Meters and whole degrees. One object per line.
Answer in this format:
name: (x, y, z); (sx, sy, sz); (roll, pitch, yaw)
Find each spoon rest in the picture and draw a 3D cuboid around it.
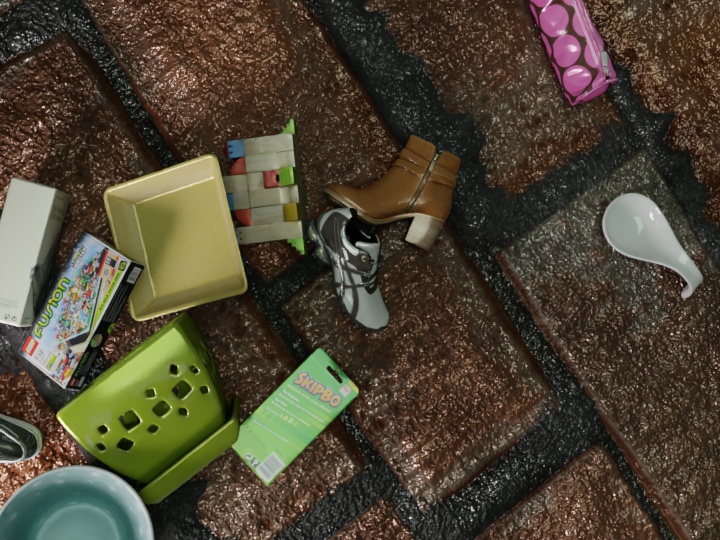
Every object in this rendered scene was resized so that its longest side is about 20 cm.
spoon rest: (0.470, -0.039, 1.251); (0.199, 0.061, 0.100); (42, 84, -3)

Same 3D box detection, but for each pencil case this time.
pencil case: (0.336, -0.369, 1.235); (0.089, 0.094, 0.203); (-25, 89, -6)

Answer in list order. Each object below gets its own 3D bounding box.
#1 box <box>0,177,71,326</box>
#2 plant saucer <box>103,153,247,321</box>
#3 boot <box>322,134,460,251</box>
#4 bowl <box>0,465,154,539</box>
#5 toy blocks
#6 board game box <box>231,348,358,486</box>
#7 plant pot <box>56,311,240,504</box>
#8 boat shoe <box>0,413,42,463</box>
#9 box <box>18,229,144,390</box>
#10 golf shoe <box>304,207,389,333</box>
box: (-0.487, -0.025, 1.142); (0.067, 0.082, 0.204); (14, 87, -4)
plant saucer: (-0.264, -0.046, 1.157); (0.196, 0.048, 0.204); (-14, 89, 17)
boot: (0.053, -0.136, 1.202); (0.197, 0.077, 0.158); (22, 87, -7)
bowl: (-0.362, 0.354, 0.997); (0.197, 0.105, 0.205); (4, 73, -14)
toy blocks: (-0.156, -0.119, 1.182); (0.134, 0.100, 0.205); (-5, 92, 6)
board game box: (-0.101, 0.220, 1.197); (0.200, 0.030, 0.096); (-44, 93, -3)
plant pot: (-0.275, 0.194, 1.100); (0.199, 0.199, 0.183); (-36, 97, -7)
boat shoe: (-0.559, 0.226, 1.127); (0.196, 0.071, 0.074); (13, 86, -5)
box: (-0.404, 0.057, 1.140); (0.109, 0.035, 0.203); (26, 88, 24)
golf shoe: (0.000, 0.000, 1.168); (0.093, 0.078, 0.202); (-23, 106, 33)
